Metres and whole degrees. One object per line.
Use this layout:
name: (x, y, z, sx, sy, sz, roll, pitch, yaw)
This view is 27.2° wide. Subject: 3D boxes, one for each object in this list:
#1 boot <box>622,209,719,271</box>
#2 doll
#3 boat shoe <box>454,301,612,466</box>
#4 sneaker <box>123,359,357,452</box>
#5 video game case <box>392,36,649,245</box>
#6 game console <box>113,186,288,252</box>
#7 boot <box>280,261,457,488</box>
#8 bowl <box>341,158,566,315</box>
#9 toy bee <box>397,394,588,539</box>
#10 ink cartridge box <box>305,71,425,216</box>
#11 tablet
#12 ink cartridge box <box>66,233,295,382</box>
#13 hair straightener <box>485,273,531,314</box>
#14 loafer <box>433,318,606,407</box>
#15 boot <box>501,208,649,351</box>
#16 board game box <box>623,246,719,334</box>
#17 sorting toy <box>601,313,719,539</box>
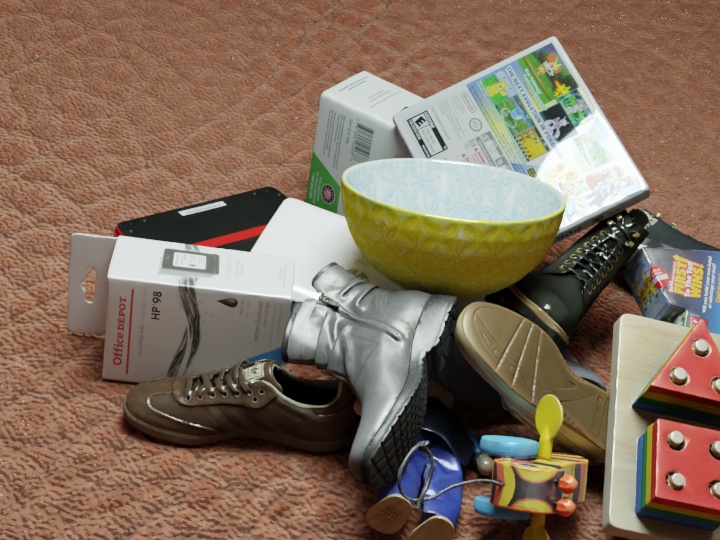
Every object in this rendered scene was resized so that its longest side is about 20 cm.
boot: (0.363, -0.016, 1.568, 0.203, 0.074, 0.154, -22, 50, -33)
doll: (0.051, 0.149, 1.264, 0.136, 0.049, 0.200, 29, 31, -6)
boat shoe: (0.148, 0.106, 1.275, 0.200, 0.064, 0.071, 41, 52, -15)
sneaker: (-0.101, 0.103, 1.273, 0.199, 0.076, 0.071, 5, 34, -8)
video game case: (0.151, -0.111, 1.430, 0.182, 0.022, 0.200, -26, 61, 0)
game console: (-0.122, -0.020, 1.499, 0.200, 0.031, 0.177, -16, 37, -34)
boot: (-0.008, 0.085, 1.221, 0.131, 0.070, 0.200, 13, 45, 15)
bowl: (0.076, -0.023, 1.318, 0.199, 0.108, 0.200, 6, 18, -2)
toy bee: (0.135, 0.177, 1.179, 0.109, 0.131, 0.200, 7, 21, 39)
ink cartridge box: (0.051, -0.098, 1.550, 0.200, 0.147, 0.083, 29, 38, 23)
tablet: (0.000, 0.000, 1.383, 0.199, 0.014, 0.130, 19, 43, 9)
ink cartridge box: (-0.163, 0.040, 1.315, 0.199, 0.116, 0.067, 7, 35, -4)
hair straightener: (0.132, 0.035, 1.467, 0.077, 0.041, 0.200, 15, 34, 7)
loafer: (0.129, 0.083, 1.341, 0.200, 0.072, 0.063, 20, 25, -27)
boot: (0.207, -0.005, 1.376, 0.077, 0.138, 0.200, 45, 12, 0)
board game box: (0.346, 0.060, 1.420, 0.199, 0.062, 0.200, 16, 61, -2)
sorting toy: (0.313, 0.136, 1.249, 0.199, 0.070, 0.199, 13, 60, -7)
